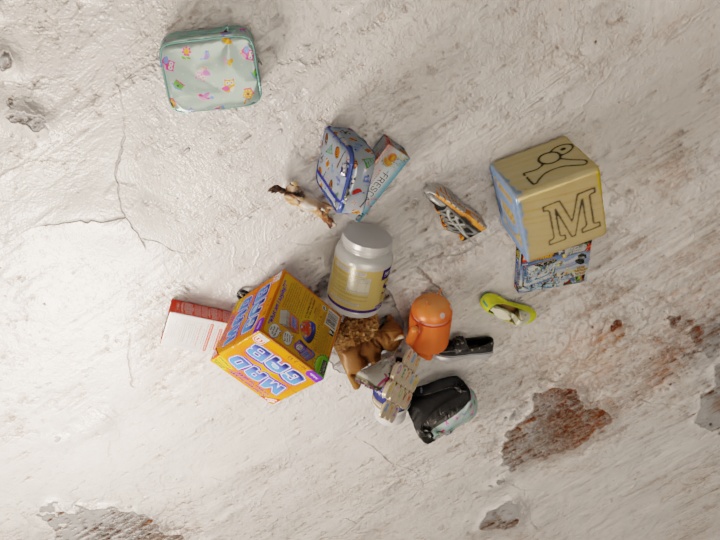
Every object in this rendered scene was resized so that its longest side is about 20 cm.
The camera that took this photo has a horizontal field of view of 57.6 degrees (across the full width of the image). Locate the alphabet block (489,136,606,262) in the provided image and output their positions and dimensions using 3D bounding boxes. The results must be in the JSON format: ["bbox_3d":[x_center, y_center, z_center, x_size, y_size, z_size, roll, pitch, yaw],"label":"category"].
[{"bbox_3d":[0.446,-0.173,1.567,0.199,0.196,0.197,-19,126,3],"label":"alphabet block"}]

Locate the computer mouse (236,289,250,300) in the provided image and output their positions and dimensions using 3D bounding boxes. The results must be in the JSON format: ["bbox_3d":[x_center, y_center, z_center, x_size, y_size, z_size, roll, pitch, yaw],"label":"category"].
[{"bbox_3d":[-0.243,0.109,1.711,0.059,0.034,0.200,-26,122,33],"label":"computer mouse"}]

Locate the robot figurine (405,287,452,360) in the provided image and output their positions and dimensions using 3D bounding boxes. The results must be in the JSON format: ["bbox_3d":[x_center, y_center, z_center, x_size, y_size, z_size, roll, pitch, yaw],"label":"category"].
[{"bbox_3d":[0.186,0.147,1.766,0.143,0.117,0.201,-3,123,-10],"label":"robot figurine"}]

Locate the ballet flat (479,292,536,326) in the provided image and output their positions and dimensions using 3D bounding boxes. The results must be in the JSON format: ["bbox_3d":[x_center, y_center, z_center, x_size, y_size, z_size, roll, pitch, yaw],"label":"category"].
[{"bbox_3d":[0.419,0.121,1.827,0.199,0.067,0.067,22,115,-24],"label":"ballet flat"}]

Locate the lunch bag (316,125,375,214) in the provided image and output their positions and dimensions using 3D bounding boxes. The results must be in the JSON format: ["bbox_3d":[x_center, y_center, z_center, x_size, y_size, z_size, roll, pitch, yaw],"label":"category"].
[{"bbox_3d":[-0.038,-0.216,1.432,0.075,0.200,0.161,3,122,-24],"label":"lunch bag"}]

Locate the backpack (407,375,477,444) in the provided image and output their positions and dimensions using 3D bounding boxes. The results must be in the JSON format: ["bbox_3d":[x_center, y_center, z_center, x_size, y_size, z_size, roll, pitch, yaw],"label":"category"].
[{"bbox_3d":[0.245,0.403,1.938,0.200,0.167,0.127,-32,143,6],"label":"backpack"}]

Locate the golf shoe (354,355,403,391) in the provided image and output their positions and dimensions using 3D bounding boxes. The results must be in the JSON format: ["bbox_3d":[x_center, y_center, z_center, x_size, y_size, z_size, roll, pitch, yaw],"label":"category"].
[{"bbox_3d":[0.051,0.259,1.690,0.200,0.072,0.092,14,98,-62],"label":"golf shoe"}]

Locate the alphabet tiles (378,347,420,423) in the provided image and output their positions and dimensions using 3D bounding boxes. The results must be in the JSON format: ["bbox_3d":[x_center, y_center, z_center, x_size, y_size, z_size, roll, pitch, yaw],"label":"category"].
[{"bbox_3d":[0.109,0.307,1.732,0.196,0.015,0.200,-65,153,-11],"label":"alphabet tiles"}]

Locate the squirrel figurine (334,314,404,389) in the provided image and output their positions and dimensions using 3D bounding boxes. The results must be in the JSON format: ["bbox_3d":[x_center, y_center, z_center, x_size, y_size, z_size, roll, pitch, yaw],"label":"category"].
[{"bbox_3d":[0.022,0.181,1.748,0.186,0.142,0.200,-25,127,-3],"label":"squirrel figurine"}]

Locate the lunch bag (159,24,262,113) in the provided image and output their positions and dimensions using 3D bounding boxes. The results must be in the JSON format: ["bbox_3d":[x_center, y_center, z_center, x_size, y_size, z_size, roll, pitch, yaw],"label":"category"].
[{"bbox_3d":[-0.299,-0.411,1.326,0.199,0.077,0.161,-9,123,-6],"label":"lunch bag"}]

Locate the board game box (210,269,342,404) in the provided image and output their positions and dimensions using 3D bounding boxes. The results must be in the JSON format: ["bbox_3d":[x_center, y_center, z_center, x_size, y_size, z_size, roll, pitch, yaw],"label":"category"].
[{"bbox_3d":[-0.200,0.163,1.587,0.200,0.200,0.200,41,130,-23],"label":"board game box"}]

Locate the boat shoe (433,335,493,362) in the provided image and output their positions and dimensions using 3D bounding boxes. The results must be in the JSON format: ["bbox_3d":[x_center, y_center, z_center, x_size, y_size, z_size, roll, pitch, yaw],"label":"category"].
[{"bbox_3d":[0.291,0.216,1.865,0.199,0.070,0.067,1,115,-13],"label":"boat shoe"}]

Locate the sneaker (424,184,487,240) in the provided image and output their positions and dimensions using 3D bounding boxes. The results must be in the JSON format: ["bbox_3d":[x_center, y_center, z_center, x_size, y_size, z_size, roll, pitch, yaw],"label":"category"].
[{"bbox_3d":[0.225,-0.138,1.615,0.200,0.078,0.077,35,120,-27],"label":"sneaker"}]

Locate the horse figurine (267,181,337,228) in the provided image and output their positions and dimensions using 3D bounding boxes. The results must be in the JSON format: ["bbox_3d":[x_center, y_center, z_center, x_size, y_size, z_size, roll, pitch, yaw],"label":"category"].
[{"bbox_3d":[-0.123,-0.159,1.516,0.199,0.132,0.050,25,85,-20],"label":"horse figurine"}]

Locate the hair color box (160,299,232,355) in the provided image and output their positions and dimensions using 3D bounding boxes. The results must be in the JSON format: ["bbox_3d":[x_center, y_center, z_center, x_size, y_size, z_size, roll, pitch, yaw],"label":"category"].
[{"bbox_3d":[-0.401,0.152,1.683,0.199,0.064,0.111,15,118,-19],"label":"hair color box"}]

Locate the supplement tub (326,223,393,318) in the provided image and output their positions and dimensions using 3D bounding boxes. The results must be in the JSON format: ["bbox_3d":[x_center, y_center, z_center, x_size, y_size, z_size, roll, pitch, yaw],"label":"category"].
[{"bbox_3d":[0.000,0.000,1.615,0.145,0.146,0.201,4,122,-14],"label":"supplement tub"}]

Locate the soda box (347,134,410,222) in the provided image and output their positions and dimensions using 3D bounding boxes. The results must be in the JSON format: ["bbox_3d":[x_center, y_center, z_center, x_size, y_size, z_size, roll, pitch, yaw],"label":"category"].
[{"bbox_3d":[0.026,-0.214,1.529,0.068,0.064,0.200,29,114,-27],"label":"soda box"}]

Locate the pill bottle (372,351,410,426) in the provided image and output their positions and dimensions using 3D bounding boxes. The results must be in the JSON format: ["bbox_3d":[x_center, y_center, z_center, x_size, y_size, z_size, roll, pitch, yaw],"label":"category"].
[{"bbox_3d":[0.092,0.341,1.875,0.115,0.116,0.201,-3,123,-10],"label":"pill bottle"}]

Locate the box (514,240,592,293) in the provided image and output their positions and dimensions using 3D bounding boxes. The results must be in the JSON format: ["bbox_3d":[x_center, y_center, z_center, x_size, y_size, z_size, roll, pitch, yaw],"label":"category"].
[{"bbox_3d":[0.519,-0.018,1.773,0.199,0.040,0.137,-9,125,-5],"label":"box"}]
